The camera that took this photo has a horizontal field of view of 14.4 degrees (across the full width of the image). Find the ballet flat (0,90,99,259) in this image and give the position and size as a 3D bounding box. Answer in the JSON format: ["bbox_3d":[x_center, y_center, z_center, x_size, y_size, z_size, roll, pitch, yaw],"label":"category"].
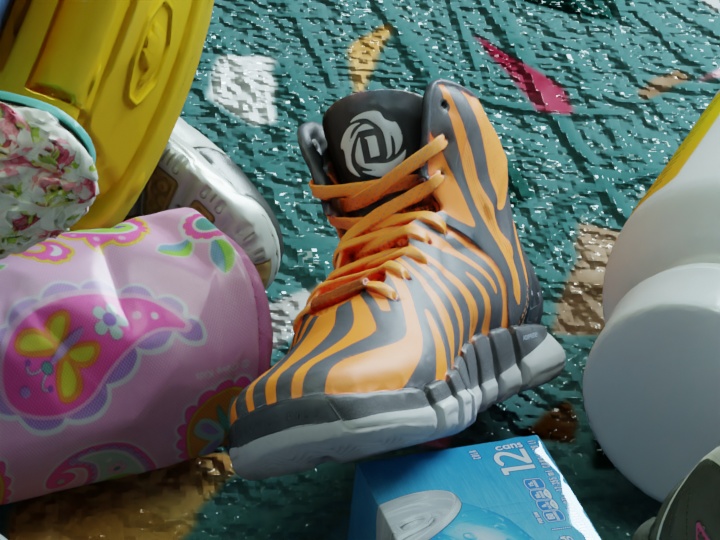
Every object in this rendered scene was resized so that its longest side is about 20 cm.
[{"bbox_3d":[-0.172,-0.020,0.889,0.200,0.076,0.064,4,49,32],"label":"ballet flat"}]

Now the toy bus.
[{"bbox_3d":[-0.157,-0.103,0.924,0.200,0.136,0.192,20,-5,4],"label":"toy bus"}]

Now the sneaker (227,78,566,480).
[{"bbox_3d":[0.000,0.000,0.927,0.078,0.112,0.200,-14,3,21],"label":"sneaker"}]

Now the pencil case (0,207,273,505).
[{"bbox_3d":[-0.128,0.034,0.932,0.200,0.088,0.087,-13,40,-24],"label":"pencil case"}]

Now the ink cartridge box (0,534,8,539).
[{"bbox_3d":[-0.159,0.088,0.712,0.200,0.047,0.160,17,6,-30],"label":"ink cartridge box"}]

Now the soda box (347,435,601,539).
[{"bbox_3d":[0.056,0.137,0.827,0.064,0.068,0.200,-8,38,-19],"label":"soda box"}]

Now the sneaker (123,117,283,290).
[{"bbox_3d":[-0.094,-0.057,1.071,0.200,0.076,0.088,32,39,28],"label":"sneaker"}]

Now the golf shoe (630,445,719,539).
[{"bbox_3d":[0.140,0.138,0.798,0.077,0.088,0.200,-20,64,-24],"label":"golf shoe"}]

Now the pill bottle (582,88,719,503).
[{"bbox_3d":[0.151,-0.003,0.999,0.113,0.113,0.200,18,37,17],"label":"pill bottle"}]
